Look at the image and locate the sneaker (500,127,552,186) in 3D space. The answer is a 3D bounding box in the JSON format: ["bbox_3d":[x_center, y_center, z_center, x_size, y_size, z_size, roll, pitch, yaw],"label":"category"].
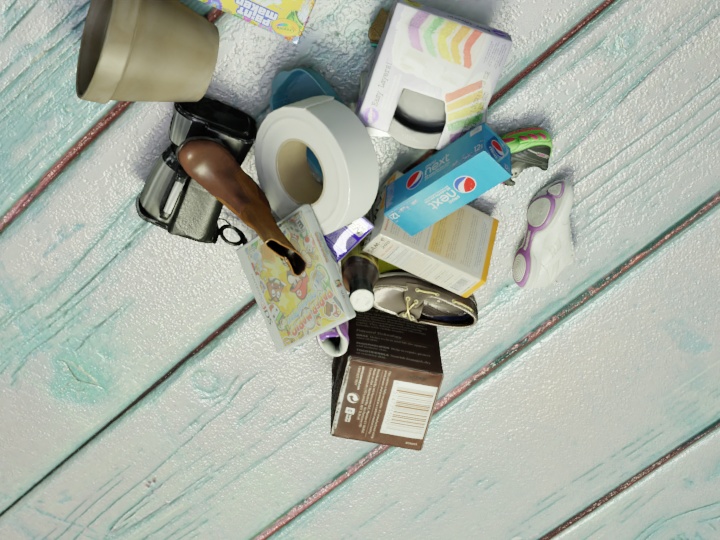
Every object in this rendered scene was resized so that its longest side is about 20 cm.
[{"bbox_3d":[0.214,-0.170,1.621,0.198,0.077,0.085,-10,115,5],"label":"sneaker"}]

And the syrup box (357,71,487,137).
[{"bbox_3d":[0.095,-0.257,1.568,0.197,0.079,0.082,0,119,-2],"label":"syrup box"}]

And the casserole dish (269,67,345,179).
[{"bbox_3d":[-0.060,-0.228,1.560,0.201,0.039,0.121,52,137,0],"label":"casserole dish"}]

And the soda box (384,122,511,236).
[{"bbox_3d":[0.129,-0.133,1.512,0.199,0.065,0.068,-30,128,34],"label":"soda box"}]

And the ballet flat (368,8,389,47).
[{"bbox_3d":[0.111,-0.358,1.532,0.198,0.068,0.073,12,99,-3],"label":"ballet flat"}]

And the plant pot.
[{"bbox_3d":[-0.306,-0.326,1.473,0.172,0.201,0.201,13,119,-26],"label":"plant pot"}]

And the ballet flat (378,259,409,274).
[{"bbox_3d":[0.101,0.018,1.725,0.197,0.067,0.067,5,120,-5],"label":"ballet flat"}]

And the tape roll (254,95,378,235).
[{"bbox_3d":[-0.068,-0.157,1.517,0.201,0.070,0.205,22,124,37],"label":"tape roll"}]

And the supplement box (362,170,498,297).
[{"bbox_3d":[0.116,-0.057,1.644,0.198,0.127,0.074,25,150,-14],"label":"supplement box"}]

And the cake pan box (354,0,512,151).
[{"bbox_3d":[0.104,-0.280,1.484,0.182,0.052,0.202,18,117,-8],"label":"cake pan box"}]

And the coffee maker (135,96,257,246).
[{"bbox_3d":[-0.238,-0.159,1.601,0.190,0.135,0.201,10,122,-35],"label":"coffee maker"}]

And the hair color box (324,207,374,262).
[{"bbox_3d":[-0.066,-0.048,1.660,0.065,0.110,0.200,40,110,-21],"label":"hair color box"}]

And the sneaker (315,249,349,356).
[{"bbox_3d":[-0.058,0.046,1.587,0.072,0.115,0.202,-19,123,6],"label":"sneaker"}]

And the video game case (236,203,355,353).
[{"bbox_3d":[-0.105,0.017,1.558,0.199,0.023,0.184,-28,83,48],"label":"video game case"}]

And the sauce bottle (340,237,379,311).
[{"bbox_3d":[0.000,0.000,1.637,0.065,0.201,0.067,-2,120,-3],"label":"sauce bottle"}]

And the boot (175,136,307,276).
[{"bbox_3d":[-0.174,-0.090,1.455,0.068,0.201,0.188,-37,137,3],"label":"boot"}]

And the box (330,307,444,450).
[{"bbox_3d":[0.041,0.175,1.732,0.162,0.201,0.168,10,118,-6],"label":"box"}]

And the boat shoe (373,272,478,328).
[{"bbox_3d":[0.100,0.054,1.672,0.198,0.060,0.072,11,120,-10],"label":"boat shoe"}]

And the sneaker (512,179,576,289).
[{"bbox_3d":[0.324,-0.061,1.698,0.099,0.075,0.202,3,120,-25],"label":"sneaker"}]

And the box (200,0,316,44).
[{"bbox_3d":[-0.141,-0.462,1.427,0.198,0.122,0.194,22,116,-13],"label":"box"}]
